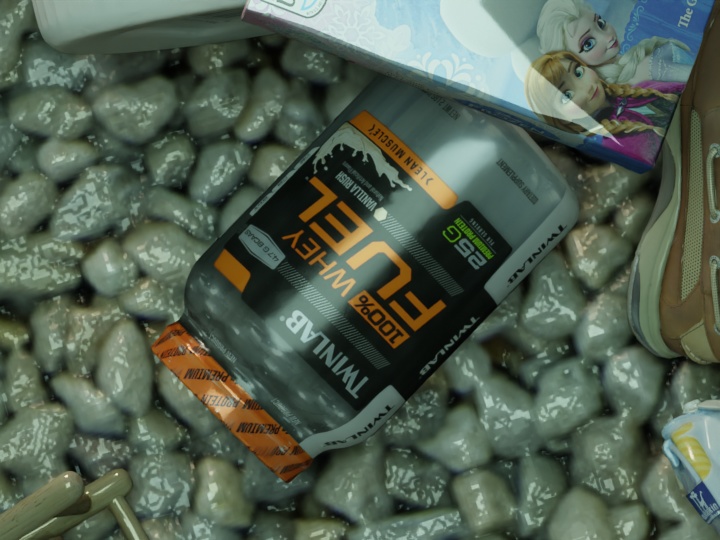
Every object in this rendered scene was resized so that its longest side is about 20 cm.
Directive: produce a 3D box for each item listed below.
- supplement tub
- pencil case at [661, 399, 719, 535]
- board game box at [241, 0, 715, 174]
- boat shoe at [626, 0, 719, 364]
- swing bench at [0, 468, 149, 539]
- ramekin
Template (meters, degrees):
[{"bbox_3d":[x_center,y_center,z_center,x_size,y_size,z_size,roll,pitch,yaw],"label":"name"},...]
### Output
[{"bbox_3d":[0.000,0.000,1.415,0.123,0.123,0.200,43,87,8],"label":"supplement tub"},{"bbox_3d":[0.244,0.063,1.412,0.200,0.083,0.091,-34,69,-1],"label":"pencil case"},{"bbox_3d":[0.073,-0.172,1.311,0.198,0.043,0.201,20,86,-3],"label":"board game box"},{"bbox_3d":[0.188,-0.049,1.411,0.072,0.076,0.201,19,107,42],"label":"boat shoe"},{"bbox_3d":[-0.159,0.230,1.397,0.200,0.130,0.199,-32,82,5],"label":"swing bench"},{"bbox_3d":[-0.073,-0.166,1.408,0.200,0.200,0.098,-8,89,3],"label":"ramekin"}]
